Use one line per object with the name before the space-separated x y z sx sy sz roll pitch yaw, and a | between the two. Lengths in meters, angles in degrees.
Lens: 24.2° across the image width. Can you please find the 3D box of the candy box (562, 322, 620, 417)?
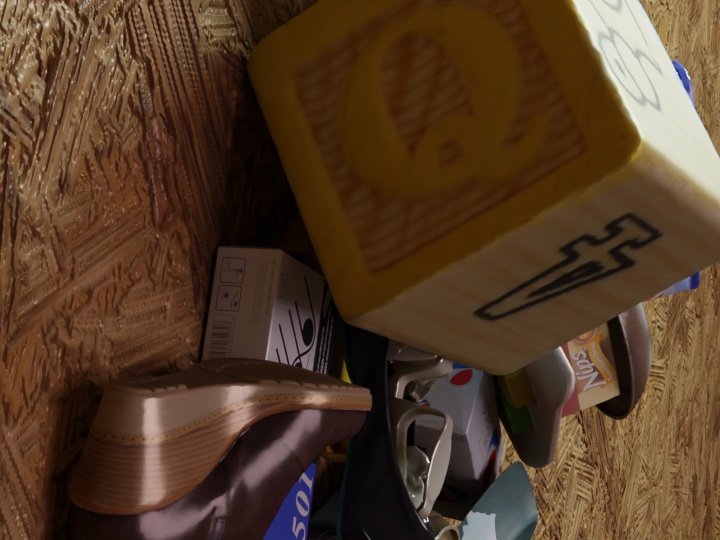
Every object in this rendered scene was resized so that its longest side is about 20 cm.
candy box | 0.123 0.011 1.277 0.200 0.055 0.116 -128 -161 -58

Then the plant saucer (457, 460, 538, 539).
plant saucer | 0.080 0.236 1.260 0.200 0.036 0.200 -52 164 -22

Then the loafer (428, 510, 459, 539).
loafer | 0.028 0.231 1.068 0.200 0.067 0.076 -55 154 -49

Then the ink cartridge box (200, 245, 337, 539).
ink cartridge box | -0.059 0.094 0.970 0.094 0.044 0.200 34 62 -65

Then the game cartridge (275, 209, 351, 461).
game cartridge | 0.000 0.000 1.145 0.200 0.032 0.176 -65 151 -51

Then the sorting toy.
sorting toy | 0.094 0.043 1.225 0.200 0.036 0.185 90 -24 -69

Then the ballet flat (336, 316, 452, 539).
ballet flat | 0.025 0.080 1.036 0.073 0.073 0.200 51 37 -62

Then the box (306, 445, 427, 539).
box | -0.010 0.210 1.105 0.200 0.036 0.143 -33 134 -65

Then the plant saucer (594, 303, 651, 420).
plant saucer | 0.171 0.016 1.280 0.200 0.032 0.200 159 -90 -80

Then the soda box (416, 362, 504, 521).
soda box | 0.064 0.122 1.241 0.200 0.064 0.068 73 30 -62

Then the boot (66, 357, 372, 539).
boot | -0.075 0.134 0.869 0.200 0.072 0.167 -1 102 -51

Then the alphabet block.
alphabet block | 0.084 -0.073 0.992 0.200 0.196 0.196 24 38 -57

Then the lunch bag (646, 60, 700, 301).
lunch bag | 0.195 -0.073 1.419 0.124 0.170 0.200 -129 -152 -50
